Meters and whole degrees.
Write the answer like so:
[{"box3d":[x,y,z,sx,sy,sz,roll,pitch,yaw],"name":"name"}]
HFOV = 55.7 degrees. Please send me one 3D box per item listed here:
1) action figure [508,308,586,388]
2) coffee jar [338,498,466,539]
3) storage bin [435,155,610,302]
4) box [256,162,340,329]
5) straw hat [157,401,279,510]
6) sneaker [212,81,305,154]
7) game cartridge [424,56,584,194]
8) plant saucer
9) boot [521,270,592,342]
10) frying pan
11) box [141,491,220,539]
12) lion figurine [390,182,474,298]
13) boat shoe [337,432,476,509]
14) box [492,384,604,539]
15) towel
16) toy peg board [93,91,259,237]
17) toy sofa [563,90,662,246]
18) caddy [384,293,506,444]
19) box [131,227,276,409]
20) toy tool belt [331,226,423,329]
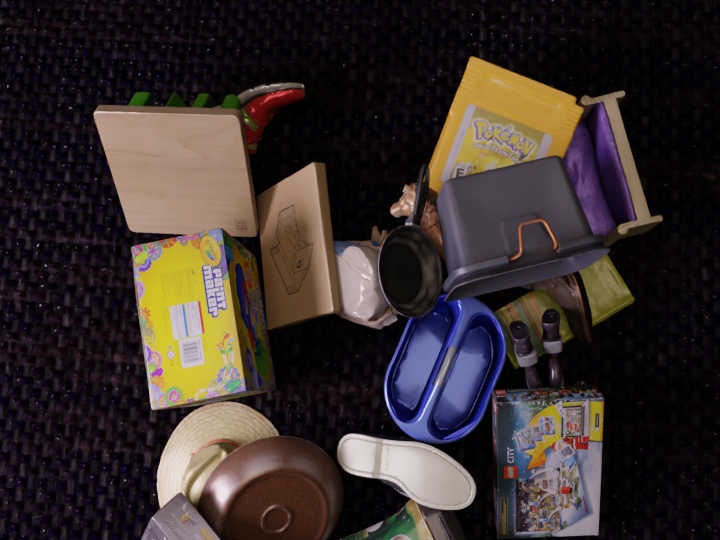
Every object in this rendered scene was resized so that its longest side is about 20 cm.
[{"box3d":[0.252,0.161,0.916,0.128,0.069,0.204,-12,105,3],"name":"action figure"},{"box3d":[0.043,0.377,0.900,0.198,0.085,0.106,-27,79,-1],"name":"coffee jar"},{"box3d":[0.186,-0.057,0.844,0.196,0.146,0.137,-14,77,-4],"name":"storage bin"},{"box3d":[-0.091,-0.030,0.951,0.021,0.162,0.204,2,77,-38],"name":"box"},{"box3d":[-0.200,0.284,0.931,0.197,0.085,0.205,-1,81,4],"name":"straw hat"},{"box3d":[-0.166,-0.220,1.027,0.197,0.077,0.086,-23,95,7],"name":"sneaker"},{"box3d":[0.199,-0.175,0.969,0.174,0.032,0.203,23,108,7],"name":"game cartridge"},{"box3d":[-0.113,0.319,0.896,0.197,0.037,0.204,-5,105,-17],"name":"plant saucer"},{"box3d":[0.256,0.012,0.953,0.096,0.074,0.203,-19,88,24],"name":"boot"},{"box3d":[0.054,-0.036,0.860,0.114,0.031,0.194,-9,89,-41],"name":"frying pan"},{"box3d":[-0.199,0.396,0.877,0.200,0.159,0.048,46,51,9],"name":"box"},{"box3d":[0.122,-0.030,0.943,0.072,0.123,0.201,-37,81,-3],"name":"lion figurine"},{"box3d":[0.067,0.261,0.902,0.196,0.066,0.076,4,83,28],"name":"boat shoe"},{"box3d":[0.242,0.251,0.889,0.134,0.038,0.204,-3,107,3],"name":"box"},{"box3d":[0.285,0.055,0.972,0.198,0.018,0.087,-29,81,-2],"name":"towel"},{"box3d":[-0.245,-0.160,0.979,0.196,0.201,0.099,3,43,5],"name":"toy peg board"},{"box3d":[0.343,-0.141,0.967,0.096,0.083,0.204,-12,80,1],"name":"toy sofa"},{"box3d":[0.114,0.132,0.924,0.139,0.105,0.203,23,83,8],"name":"caddy"},{"box3d":[-0.202,0.071,0.912,0.120,0.193,0.204,-11,81,2],"name":"box"},{"box3d":[0.000,0.000,0.951,0.199,0.121,0.127,34,116,47],"name":"toy tool belt"}]
